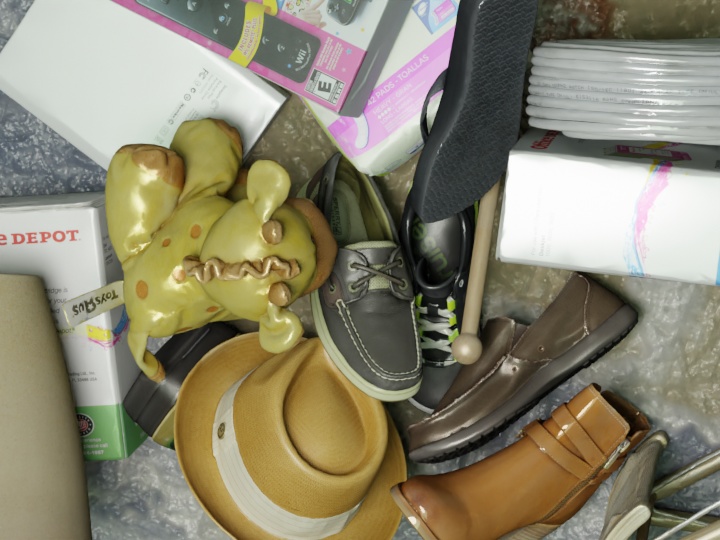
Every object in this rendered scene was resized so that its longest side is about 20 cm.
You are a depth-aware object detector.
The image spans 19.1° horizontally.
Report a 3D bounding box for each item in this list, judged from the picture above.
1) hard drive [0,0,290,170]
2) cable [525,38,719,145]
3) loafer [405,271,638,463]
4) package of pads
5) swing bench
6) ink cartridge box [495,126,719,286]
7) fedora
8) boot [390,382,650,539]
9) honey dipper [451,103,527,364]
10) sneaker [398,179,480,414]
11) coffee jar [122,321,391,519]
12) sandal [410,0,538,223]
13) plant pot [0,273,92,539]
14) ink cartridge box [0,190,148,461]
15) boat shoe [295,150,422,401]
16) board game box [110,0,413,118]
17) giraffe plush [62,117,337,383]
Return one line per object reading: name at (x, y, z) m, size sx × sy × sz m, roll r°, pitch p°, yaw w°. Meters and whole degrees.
hard drive at (-0.171, -0.140, 1.630) m, size 0.200 × 0.027 × 0.132 m, roll 37°, pitch 106°, yaw 1°
cable at (0.213, -0.125, 1.468) m, size 0.199 × 0.200 × 0.069 m, roll 4°, pitch 98°, yaw 16°
loafer at (0.110, 0.071, 1.586) m, size 0.200 × 0.073 × 0.071 m, roll -35°, pitch 80°, yaw -8°
package of pads at (0.007, -0.184, 1.557) m, size 0.154 × 0.068 × 0.200 m, roll -37°, pitch 84°, yaw 15°
swing bench at (0.256, 0.186, 1.523) m, size 0.199 × 0.199 × 0.130 m, roll -10°, pitch 99°, yaw 12°
ink cartridge box at (0.204, -0.046, 1.513) m, size 0.199 × 0.145 × 0.085 m, roll 6°, pitch 102°, yaw 10°
fedora at (-0.037, 0.116, 1.539) m, size 0.200 × 0.201 × 0.082 m, roll 39°, pitch 136°, yaw 1°
boot at (0.118, 0.140, 1.551) m, size 0.155 × 0.200 × 0.074 m, roll -43°, pitch 66°, yaw 17°
honey dipper at (0.089, -0.029, 1.545) m, size 0.038 × 0.038 × 0.200 m, roll 7°, pitch 70°, yaw 10°
sneaker at (0.050, 0.015, 1.588) m, size 0.072 × 0.083 × 0.201 m, roll 2°, pitch 101°, yaw 11°
coffee jar at (-0.079, 0.126, 1.623) m, size 0.200 × 0.104 × 0.085 m, roll 40°, pitch 137°, yaw 2°
sandal at (0.078, -0.124, 1.487) m, size 0.043 × 0.076 × 0.200 m, roll 45°, pitch 132°, yaw 39°
plant pot at (-0.282, 0.101, 1.548) m, size 0.187 × 0.187 × 0.201 m, roll 3°, pitch 90°, yaw 10°
ink cartridge box at (-0.249, 0.043, 1.652) m, size 0.144 × 0.084 × 0.201 m, roll -3°, pitch 101°, yaw 12°
boat shoe at (0.001, -0.001, 1.550) m, size 0.072 × 0.201 × 0.066 m, roll -3°, pitch 143°, yaw -22°
board game box at (-0.064, -0.216, 1.506) m, size 0.200 × 0.064 × 0.148 m, roll 27°, pitch 101°, yaw 14°
giraffe plush at (-0.090, -0.017, 1.510) m, size 0.162 × 0.200 × 0.173 m, roll -5°, pitch 122°, yaw 42°
